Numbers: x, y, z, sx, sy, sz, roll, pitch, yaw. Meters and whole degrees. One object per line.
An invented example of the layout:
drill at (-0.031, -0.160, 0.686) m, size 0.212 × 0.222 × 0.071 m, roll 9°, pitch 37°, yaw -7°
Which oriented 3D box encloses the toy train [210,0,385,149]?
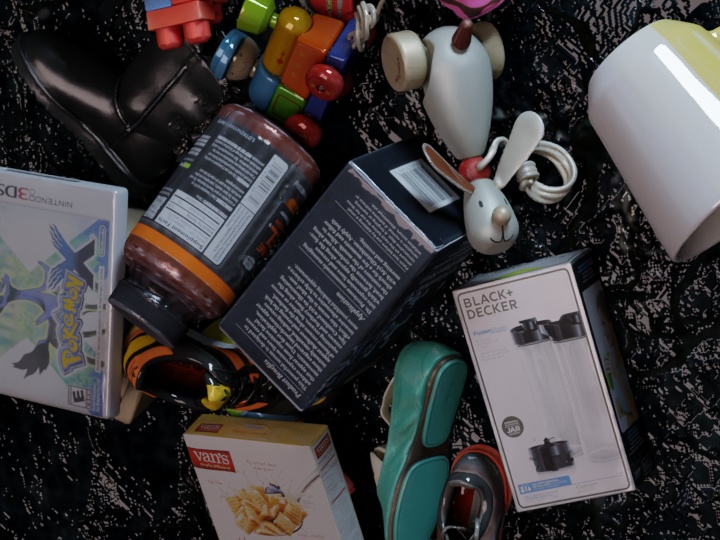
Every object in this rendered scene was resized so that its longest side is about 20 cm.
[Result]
toy train at (-0.051, -0.200, 1.695) m, size 0.115 × 0.085 × 0.200 m, roll 29°, pitch 144°, yaw 1°

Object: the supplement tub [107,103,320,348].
supplement tub at (-0.129, -0.035, 1.733) m, size 0.107 × 0.107 × 0.201 m, roll 33°, pitch 81°, yaw 14°

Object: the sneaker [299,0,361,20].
sneaker at (0.018, -0.295, 1.710) m, size 0.084 × 0.077 × 0.201 m, roll 30°, pitch 116°, yaw -6°

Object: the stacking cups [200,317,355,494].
stacking cups at (-0.080, 0.133, 1.861) m, size 0.200 × 0.060 × 0.061 m, roll 46°, pitch 117°, yaw 5°

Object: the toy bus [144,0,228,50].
toy bus at (-0.133, -0.290, 1.719) m, size 0.198 × 0.135 × 0.194 m, roll -13°, pitch 86°, yaw 26°

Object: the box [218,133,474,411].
box at (0.000, 0.000, 1.735) m, size 0.107 × 0.148 × 0.200 m, roll 45°, pitch 117°, yaw 9°

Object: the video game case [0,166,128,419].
video game case at (-0.283, 0.016, 1.789) m, size 0.181 × 0.022 × 0.202 m, roll 10°, pitch 103°, yaw 30°

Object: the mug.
mug at (0.270, -0.120, 1.604) m, size 0.154 × 0.186 × 0.150 m, roll 52°, pitch 151°, yaw 15°

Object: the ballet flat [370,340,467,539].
ballet flat at (0.045, 0.152, 1.807) m, size 0.070 × 0.067 × 0.202 m, roll 29°, pitch 116°, yaw 43°

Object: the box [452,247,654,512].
box at (0.163, 0.093, 1.730) m, size 0.116 × 0.060 × 0.202 m, roll -13°, pitch 97°, yaw 27°

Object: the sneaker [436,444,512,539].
sneaker at (0.090, 0.257, 1.793) m, size 0.076 × 0.082 × 0.202 m, roll 3°, pitch 104°, yaw 25°

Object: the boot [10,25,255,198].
boot at (-0.200, -0.178, 1.830) m, size 0.162 × 0.073 × 0.199 m, roll -41°, pitch 90°, yaw 29°

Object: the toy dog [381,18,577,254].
toy dog at (0.095, -0.125, 1.658) m, size 0.201 × 0.131 × 0.096 m, roll 54°, pitch 160°, yaw 5°

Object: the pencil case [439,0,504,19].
pencil case at (0.054, -0.296, 1.624) m, size 0.200 × 0.091 × 0.093 m, roll 41°, pitch 154°, yaw -28°

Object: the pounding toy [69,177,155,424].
pounding toy at (-0.252, 0.033, 1.888) m, size 0.183 × 0.142 × 0.201 m, roll 25°, pitch 111°, yaw 7°

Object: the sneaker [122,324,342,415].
sneaker at (-0.111, 0.100, 1.776) m, size 0.198 × 0.090 × 0.071 m, roll 12°, pitch 113°, yaw -11°

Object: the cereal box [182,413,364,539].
cereal box at (-0.069, 0.225, 1.845) m, size 0.143 × 0.040 × 0.201 m, roll 1°, pitch 122°, yaw 34°
